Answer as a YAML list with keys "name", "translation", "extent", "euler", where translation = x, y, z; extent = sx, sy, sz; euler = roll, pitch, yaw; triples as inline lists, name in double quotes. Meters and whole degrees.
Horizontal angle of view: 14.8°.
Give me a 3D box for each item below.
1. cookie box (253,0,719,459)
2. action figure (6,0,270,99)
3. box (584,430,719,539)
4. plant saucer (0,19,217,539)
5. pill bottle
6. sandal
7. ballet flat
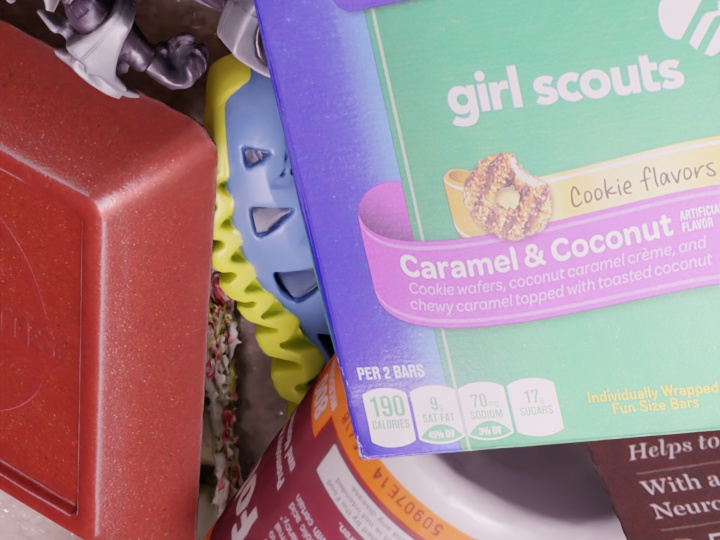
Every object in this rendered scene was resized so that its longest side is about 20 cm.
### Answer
- name: "cookie box"
  translation: [0.066, -0.063, 0.696]
  extent: [0.171, 0.075, 0.201]
  euler: [-6, 108, 21]
- name: "action figure"
  translation: [-0.046, -0.107, 0.844]
  extent: [0.069, 0.200, 0.131]
  euler: [12, 106, -34]
- name: "box"
  translation: [0.141, -0.037, 0.843]
  extent: [0.165, 0.164, 0.200]
  euler: [-11, 124, 23]
- name: "plant saucer"
  translation: [-0.143, -0.002, 0.982]
  extent: [0.199, 0.037, 0.201]
  euler: [28, 134, 24]
- name: "pill bottle"
  translation: [0.004, 0.107, 0.947]
  extent: [0.114, 0.114, 0.200]
  euler: [29, 126, -9]
- name: "sandal"
  translation: [0.000, 0.000, 0.976]
  extent: [0.087, 0.080, 0.200]
  euler: [-11, 132, 15]
- name: "ballet flat"
  translation: [-0.081, 0.067, 1.054]
  extent: [0.075, 0.064, 0.201]
  euler: [5, 130, 10]
